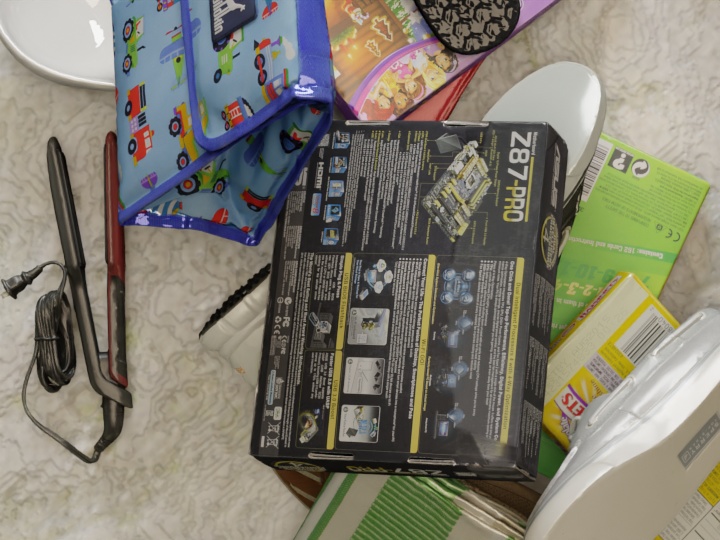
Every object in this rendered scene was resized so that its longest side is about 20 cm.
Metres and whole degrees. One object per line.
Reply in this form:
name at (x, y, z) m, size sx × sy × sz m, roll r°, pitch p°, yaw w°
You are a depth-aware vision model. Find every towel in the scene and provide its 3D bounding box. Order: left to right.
towel at (0.058, 0.187, 1.593) m, size 0.200 × 0.023 × 0.153 m, roll 30°, pitch 131°, yaw -1°

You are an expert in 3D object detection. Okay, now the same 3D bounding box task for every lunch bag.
lunch bag at (-0.059, -0.125, 1.489) m, size 0.094 × 0.200 × 0.151 m, roll 8°, pitch 63°, yaw -26°

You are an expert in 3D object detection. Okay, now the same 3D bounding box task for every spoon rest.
spoon rest at (-0.133, -0.121, 1.611) m, size 0.200 × 0.061 × 0.099 m, roll 40°, pitch 53°, yaw -3°

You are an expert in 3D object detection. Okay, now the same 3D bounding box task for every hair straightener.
hair straightener at (-0.178, 0.018, 1.631) m, size 0.077 × 0.041 × 0.201 m, roll -3°, pitch 94°, yaw 0°

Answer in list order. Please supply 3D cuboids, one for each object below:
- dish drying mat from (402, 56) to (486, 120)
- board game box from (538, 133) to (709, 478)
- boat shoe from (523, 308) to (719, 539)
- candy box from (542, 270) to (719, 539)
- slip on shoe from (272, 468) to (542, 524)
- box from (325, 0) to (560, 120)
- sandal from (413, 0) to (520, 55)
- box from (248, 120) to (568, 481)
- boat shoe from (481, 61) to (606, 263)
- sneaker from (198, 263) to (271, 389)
dish drying mat at (-0.026, -0.154, 1.641) m, size 0.200 × 0.018 × 0.077 m, roll 32°, pitch 88°, yaw -1°
board game box at (0.125, 0.019, 1.627) m, size 0.095 × 0.030 × 0.200 m, roll 25°, pitch 86°, yaw 0°
boat shoe at (0.157, 0.095, 1.548) m, size 0.200 × 0.068 × 0.072 m, roll -47°, pitch 132°, yaw -12°
candy box at (0.188, 0.106, 1.607) m, size 0.102 × 0.026 × 0.200 m, roll -45°, pitch 104°, yaw -6°
slip on shoe at (0.039, 0.131, 1.618) m, size 0.200 × 0.076 × 0.061 m, roll 25°, pitch 50°, yaw 7°
box at (0.042, -0.189, 1.618) m, size 0.200 × 0.039 × 0.137 m, roll -38°, pitch 88°, yaw -8°
sandal at (0.026, -0.217, 1.584) m, size 0.075 × 0.045 × 0.200 m, roll -29°, pitch 101°, yaw -2°
box at (0.027, 0.015, 1.524) m, size 0.161 × 0.049 × 0.200 m, roll 0°, pitch 76°, yaw 22°
boat shoe at (0.088, -0.027, 1.579) m, size 0.071 × 0.064 × 0.200 m, roll 29°, pitch 88°, yaw 33°
sneaker at (0.000, 0.000, 1.617) m, size 0.200 × 0.074 × 0.080 m, roll -41°, pitch 94°, yaw 7°
